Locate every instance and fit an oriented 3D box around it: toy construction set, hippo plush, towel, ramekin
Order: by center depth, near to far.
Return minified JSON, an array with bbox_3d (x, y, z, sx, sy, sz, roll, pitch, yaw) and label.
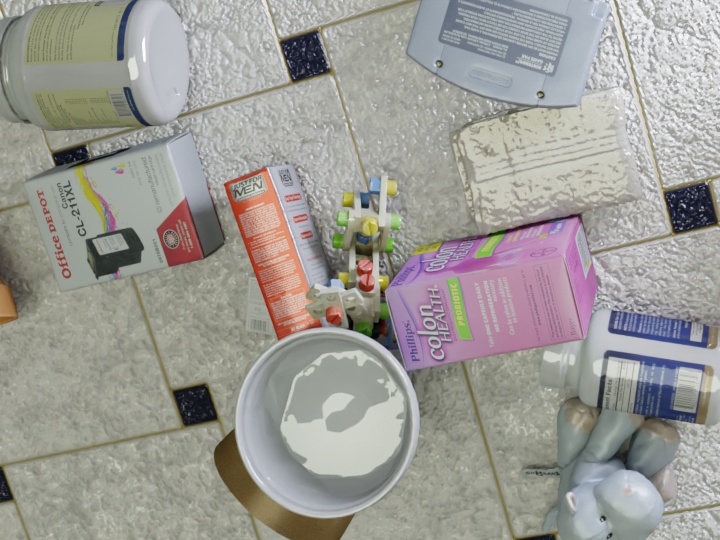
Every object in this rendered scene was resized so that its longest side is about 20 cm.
[{"bbox_3d":[-0.028,0.162,1.481,0.199,0.105,0.201,-1,88,12],"label":"ramekin"},{"bbox_3d":[0.206,-0.121,1.528,0.199,0.034,0.133,-12,104,16],"label":"towel"},{"bbox_3d":[0.000,0.000,1.542,0.092,0.200,0.131,16,137,4],"label":"toy construction set"},{"bbox_3d":[0.265,0.238,1.549,0.199,0.161,0.160,-18,101,19],"label":"hippo plush"}]

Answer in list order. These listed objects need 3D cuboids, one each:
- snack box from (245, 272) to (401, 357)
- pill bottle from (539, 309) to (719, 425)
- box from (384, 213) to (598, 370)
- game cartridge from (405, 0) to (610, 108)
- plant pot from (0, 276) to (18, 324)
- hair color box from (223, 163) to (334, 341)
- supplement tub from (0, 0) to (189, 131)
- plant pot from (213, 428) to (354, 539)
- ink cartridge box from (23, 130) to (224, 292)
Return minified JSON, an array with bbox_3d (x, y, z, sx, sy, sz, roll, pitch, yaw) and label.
[{"bbox_3d":[-0.040,0.053,1.648,0.199,0.024,0.072,9,107,12],"label":"snack box"},{"bbox_3d":[0.305,0.104,1.525,0.199,0.111,0.111,9,108,12],"label":"pill bottle"},{"bbox_3d":[0.149,0.021,1.508,0.199,0.176,0.097,-12,103,18],"label":"box"},{"bbox_3d":[0.156,-0.252,1.484,0.199,0.042,0.134,20,104,13],"label":"game cartridge"},{"bbox_3d":[-0.535,0.009,1.687,0.199,0.200,0.141,-13,87,18],"label":"plant pot"},{"bbox_3d":[-0.084,-0.019,1.581,0.061,0.101,0.201,-18,91,16],"label":"hair color box"},{"bbox_3d":[-0.312,-0.235,1.570,0.199,0.145,0.146,-1,106,15],"label":"supplement tub"},{"bbox_3d":[-0.043,0.190,1.616,0.186,0.186,0.200,37,105,2],"label":"plant pot"},{"bbox_3d":[-0.284,-0.068,1.645,0.199,0.083,0.146,-13,103,17],"label":"ink cartridge box"}]
